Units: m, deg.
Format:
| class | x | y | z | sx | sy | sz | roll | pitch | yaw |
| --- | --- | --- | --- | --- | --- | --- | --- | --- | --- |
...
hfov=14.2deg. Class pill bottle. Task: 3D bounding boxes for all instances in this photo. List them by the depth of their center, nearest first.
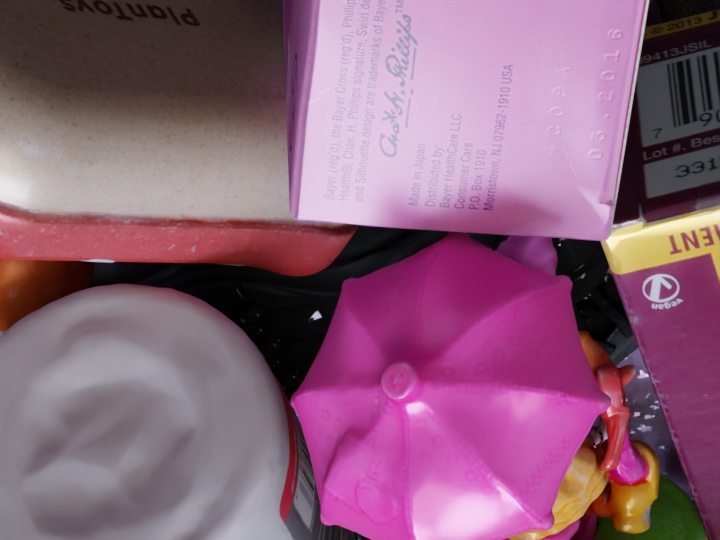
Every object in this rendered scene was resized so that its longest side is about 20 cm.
| class | x | y | z | sx | sy | sz | roll | pitch | yaw |
| --- | --- | --- | --- | --- | --- | --- | --- | --- | --- |
| pill bottle | -0.060 | 0.093 | 0.970 | 0.110 | 0.111 | 0.200 | -13 | 153 | 5 |

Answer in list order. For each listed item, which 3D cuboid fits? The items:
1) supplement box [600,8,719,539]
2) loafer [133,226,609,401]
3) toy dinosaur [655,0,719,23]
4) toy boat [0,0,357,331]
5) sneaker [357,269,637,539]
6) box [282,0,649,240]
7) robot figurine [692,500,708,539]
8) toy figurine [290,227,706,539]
| class | x | y | z | sx | sy | sz | roll | pitch | yaw |
| --- | --- | --- | --- | --- | --- | --- | --- | --- | --- |
| supplement box | 0.160 | 0.014 | 0.949 | 0.131 | 0.103 | 0.200 | -15 | 129 | 12 |
| loafer | 0.000 | 0.000 | 1.028 | 0.200 | 0.070 | 0.068 | -17 | 120 | 23 |
| toy dinosaur | 0.136 | -0.063 | 0.988 | 0.199 | 0.077 | 0.103 | 2 | 108 | -11 |
| toy boat | -0.094 | -0.034 | 0.944 | 0.200 | 0.131 | 0.131 | 2 | 134 | -40 |
| sneaker | 0.066 | 0.038 | 1.037 | 0.200 | 0.099 | 0.071 | -37 | 116 | 18 |
| box | 0.031 | -0.137 | 0.862 | 0.096 | 0.200 | 0.176 | 4 | 123 | -4 |
| robot figurine | 0.215 | 0.111 | 1.082 | 0.199 | 0.144 | 0.117 | -8 | 147 | 2 |
| toy figurine | 0.046 | 0.062 | 0.879 | 0.150 | 0.200 | 0.184 | 10 | 132 | 21 |
